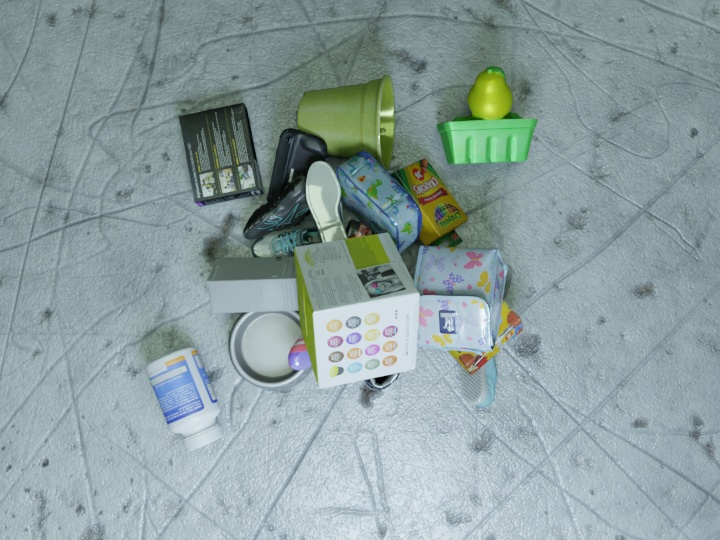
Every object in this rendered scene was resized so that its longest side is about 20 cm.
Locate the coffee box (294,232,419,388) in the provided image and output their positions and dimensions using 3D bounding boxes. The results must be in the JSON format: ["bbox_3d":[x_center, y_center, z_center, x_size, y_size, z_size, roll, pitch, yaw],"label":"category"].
[{"bbox_3d":[-0.013,0.073,1.359,0.197,0.200,0.200,-10,39,-11],"label":"coffee box"}]

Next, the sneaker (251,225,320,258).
[{"bbox_3d":[-0.139,-0.066,1.525,0.200,0.086,0.078,-11,84,-2],"label":"sneaker"}]

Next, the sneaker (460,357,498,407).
[{"bbox_3d":[0.259,0.197,1.524,0.074,0.082,0.200,-7,64,37],"label":"sneaker"}]

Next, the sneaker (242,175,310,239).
[{"bbox_3d":[-0.168,-0.115,1.507,0.200,0.075,0.079,-33,120,25],"label":"sneaker"}]

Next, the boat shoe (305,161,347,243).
[{"bbox_3d":[-0.072,-0.123,1.460,0.073,0.062,0.200,-14,90,-10],"label":"boat shoe"}]

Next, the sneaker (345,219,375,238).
[{"bbox_3d":[0.000,0.000,1.530,0.108,0.067,0.202,16,90,-8],"label":"sneaker"}]

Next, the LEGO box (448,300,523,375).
[{"bbox_3d":[0.215,0.092,1.483,0.149,0.077,0.200,-40,62,-4],"label":"LEGO box"}]

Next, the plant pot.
[{"bbox_3d":[-0.031,-0.315,1.513,0.184,0.200,0.201,2,84,11],"label":"plant pot"}]

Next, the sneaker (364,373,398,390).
[{"bbox_3d":[0.055,0.152,1.478,0.077,0.146,0.203,11,83,2],"label":"sneaker"}]

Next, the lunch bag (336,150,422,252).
[{"bbox_3d":[0.038,-0.136,1.448,0.082,0.161,0.200,-38,68,-14],"label":"lunch bag"}]

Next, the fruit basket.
[{"bbox_3d":[0.271,-0.331,1.521,0.215,0.156,0.216,0,99,-2],"label":"fruit basket"}]

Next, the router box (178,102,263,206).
[{"bbox_3d":[-0.306,-0.255,1.558,0.149,0.051,0.200,-11,84,0],"label":"router box"}]

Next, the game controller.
[{"bbox_3d":[-0.137,-0.204,1.511,0.104,0.042,0.200,14,126,-6],"label":"game controller"}]

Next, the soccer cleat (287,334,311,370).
[{"bbox_3d":[-0.062,0.145,1.471,0.200,0.076,0.067,-27,100,-34],"label":"soccer cleat"}]

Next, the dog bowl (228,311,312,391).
[{"bbox_3d":[-0.188,0.160,1.516,0.200,0.059,0.200,0,85,-1],"label":"dog bowl"}]

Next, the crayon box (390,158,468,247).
[{"bbox_3d":[0.150,-0.136,1.521,0.127,0.051,0.200,-31,85,-47],"label":"crayon box"}]

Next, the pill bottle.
[{"bbox_3d":[-0.361,0.269,1.476,0.112,0.112,0.200,-23,85,-3],"label":"pill bottle"}]

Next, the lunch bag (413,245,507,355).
[{"bbox_3d":[0.190,0.059,1.391,0.169,0.127,0.200,4,71,25],"label":"lunch bag"}]

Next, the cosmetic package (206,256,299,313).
[{"bbox_3d":[-0.213,0.029,1.490,0.200,0.107,0.090,0,119,-1],"label":"cosmetic package"}]
